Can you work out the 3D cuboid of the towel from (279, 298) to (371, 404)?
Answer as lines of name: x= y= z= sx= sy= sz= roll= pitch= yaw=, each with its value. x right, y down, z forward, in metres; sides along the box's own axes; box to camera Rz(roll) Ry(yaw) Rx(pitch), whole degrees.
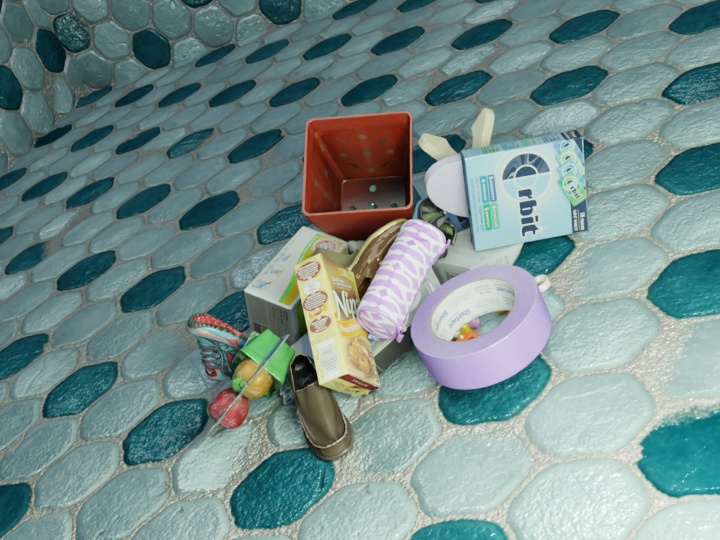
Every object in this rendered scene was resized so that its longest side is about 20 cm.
towel: x=-0.059 y=0.128 z=1.688 sx=0.199 sy=0.024 sz=0.147 roll=-39 pitch=24 yaw=12

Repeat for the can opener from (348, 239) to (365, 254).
can opener: x=-0.034 y=-0.035 z=1.969 sx=0.199 sy=0.053 sz=0.067 roll=-27 pitch=37 yaw=4

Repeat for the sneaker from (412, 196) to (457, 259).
sneaker: x=0.131 y=-0.068 z=1.771 sx=0.082 sy=0.071 sz=0.200 roll=-4 pitch=28 yaw=10

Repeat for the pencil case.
pencil case: x=0.066 y=0.014 z=1.587 sx=0.085 sy=0.084 sz=0.201 roll=22 pitch=63 yaw=11

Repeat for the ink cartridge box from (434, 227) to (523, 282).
ink cartridge box: x=0.214 y=-0.032 z=1.777 sx=0.199 sy=0.058 sz=0.162 roll=-21 pitch=21 yaw=-33

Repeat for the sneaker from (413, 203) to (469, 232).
sneaker: x=0.180 y=-0.107 z=1.888 sx=0.199 sy=0.074 sz=0.082 roll=-23 pitch=21 yaw=27

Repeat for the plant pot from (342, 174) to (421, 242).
plant pot: x=0.011 y=-0.159 z=2.056 sx=0.198 sy=0.136 sz=0.201 roll=-20 pitch=28 yaw=11

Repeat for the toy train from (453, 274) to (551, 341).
toy train: x=0.207 y=0.082 z=1.564 sx=0.200 sy=0.056 sz=0.150 roll=-41 pitch=32 yaw=-19

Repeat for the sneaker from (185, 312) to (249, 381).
sneaker: x=-0.233 y=0.143 z=1.705 sx=0.079 sy=0.200 sz=0.096 roll=25 pitch=81 yaw=38

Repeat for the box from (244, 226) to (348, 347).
box: x=-0.111 y=0.030 z=1.831 sx=0.101 sy=0.113 sz=0.200 roll=20 pitch=47 yaw=23

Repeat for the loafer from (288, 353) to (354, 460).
loafer: x=-0.072 y=0.205 z=1.538 sx=0.073 sy=0.071 sz=0.200 roll=-29 pitch=44 yaw=-4

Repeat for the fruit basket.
fruit basket: x=-0.196 y=0.191 z=1.617 sx=0.200 sy=0.094 sz=0.185 roll=-46 pitch=-2 yaw=-22

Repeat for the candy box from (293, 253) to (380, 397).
candy box: x=-0.036 y=0.086 z=1.564 sx=0.055 sy=0.115 sz=0.202 roll=-22 pitch=65 yaw=20

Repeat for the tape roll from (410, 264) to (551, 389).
tape roll: x=0.175 y=0.080 z=1.473 sx=0.198 sy=0.066 sz=0.201 roll=-23 pitch=30 yaw=14

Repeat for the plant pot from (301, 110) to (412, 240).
plant pot: x=0.009 y=-0.157 z=1.873 sx=0.198 sy=0.177 sz=0.202 roll=-3 pitch=65 yaw=9

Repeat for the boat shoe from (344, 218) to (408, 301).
boat shoe: x=0.022 y=0.001 z=1.675 sx=0.200 sy=0.072 sz=0.068 roll=-45 pitch=53 yaw=0

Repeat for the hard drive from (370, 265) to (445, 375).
hard drive: x=0.058 y=0.081 z=1.644 sx=0.200 sy=0.038 sz=0.140 roll=-41 pitch=26 yaw=11

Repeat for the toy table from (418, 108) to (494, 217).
toy table: x=0.194 y=-0.182 z=1.779 sx=0.184 sy=0.199 sz=0.118 roll=-47 pitch=40 yaw=31

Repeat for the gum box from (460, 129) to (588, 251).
gum box: x=0.277 y=-0.133 z=1.692 sx=0.198 sy=0.172 sz=0.045 roll=-10 pitch=25 yaw=-1

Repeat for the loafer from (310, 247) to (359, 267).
loafer: x=0.000 y=0.000 z=1.760 sx=0.076 sy=0.198 sz=0.068 roll=138 pitch=139 yaw=-62
